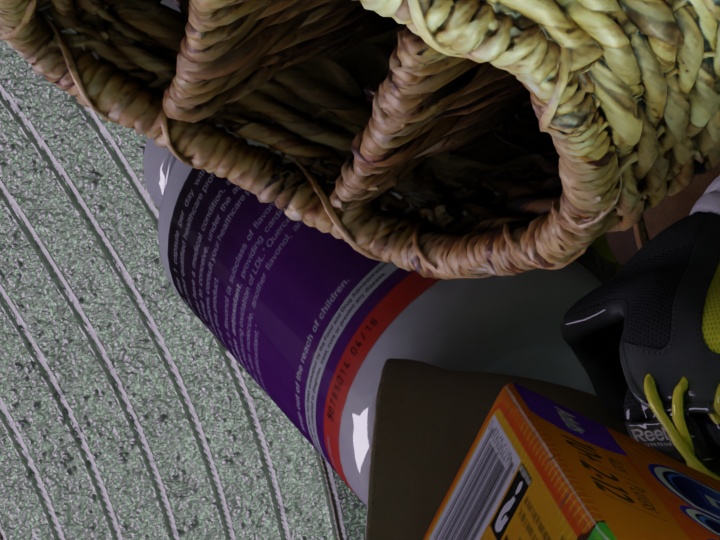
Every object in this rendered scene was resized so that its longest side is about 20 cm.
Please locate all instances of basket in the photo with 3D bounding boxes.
[{"bbox_3d":[0.004,-0.059,0.603,0.143,0.149,0.200,60,167,5],"label":"basket"}]

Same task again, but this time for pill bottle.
[{"bbox_3d":[0.000,0.000,0.932,0.200,0.112,0.112,45,173,43],"label":"pill bottle"}]

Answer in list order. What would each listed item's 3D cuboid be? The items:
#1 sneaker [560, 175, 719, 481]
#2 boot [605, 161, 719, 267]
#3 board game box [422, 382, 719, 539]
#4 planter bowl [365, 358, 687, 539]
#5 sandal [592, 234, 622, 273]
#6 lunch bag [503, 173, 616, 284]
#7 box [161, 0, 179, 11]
[{"bbox_3d":[0.118,0.033,0.669,0.075,0.085,0.200,58,174,-18],"label":"sneaker"},{"bbox_3d":[0.102,-0.063,0.764,0.075,0.074,0.200,24,154,38],"label":"boot"},{"bbox_3d":[0.088,0.173,0.576,0.200,0.200,0.200,26,-174,-8],"label":"board game box"},{"bbox_3d":[0.071,0.127,0.761,0.200,0.134,0.201,1,-90,-85],"label":"planter bowl"},{"bbox_3d":[0.151,0.026,0.866,0.087,0.079,0.200,36,-158,-39],"label":"sandal"},{"bbox_3d":[0.124,0.046,1.008,0.200,0.168,0.139,59,139,30],"label":"lunch bag"},{"bbox_3d":[-0.064,-0.205,0.883,0.200,0.199,0.131,58,-175,-5],"label":"box"}]
